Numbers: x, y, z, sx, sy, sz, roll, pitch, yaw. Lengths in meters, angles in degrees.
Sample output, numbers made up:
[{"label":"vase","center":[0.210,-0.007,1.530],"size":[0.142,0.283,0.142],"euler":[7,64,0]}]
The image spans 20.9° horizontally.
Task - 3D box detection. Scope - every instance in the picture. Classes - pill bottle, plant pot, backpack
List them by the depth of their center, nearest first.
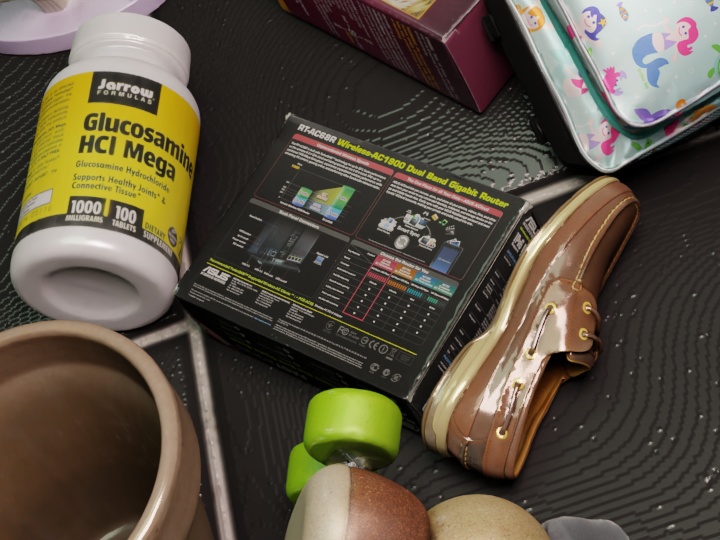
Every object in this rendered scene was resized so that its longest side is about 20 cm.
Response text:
[{"label":"plant pot","center":[-0.165,0.155,1.146],"size":[0.198,0.175,0.202],"euler":[-10,57,17]},{"label":"backpack","center":[0.190,-0.171,1.201],"size":[0.199,0.151,0.179],"euler":[-26,89,-8]},{"label":"pill bottle","center":[-0.169,-0.071,1.326],"size":[0.111,0.113,0.202],"euler":[-7,58,19]}]

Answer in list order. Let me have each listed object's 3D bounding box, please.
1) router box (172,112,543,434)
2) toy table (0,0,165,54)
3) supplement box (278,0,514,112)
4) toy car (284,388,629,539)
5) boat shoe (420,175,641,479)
[{"label":"router box","center":[0.000,0.000,1.243],"size":[0.199,0.062,0.150],"euler":[23,72,32]},{"label":"toy table","center":[-0.243,-0.248,1.465],"size":[0.198,0.117,0.185],"euler":[-17,55,11]},{"label":"supplement box","center":[0.032,-0.208,1.344],"size":[0.199,0.086,0.111],"euler":[32,75,34]},{"label":"toy car","center":[0.054,0.177,1.095],"size":[0.198,0.158,0.166],"euler":[9,64,-5]},{"label":"boat shoe","center":[0.116,0.037,1.172],"size":[0.067,0.072,0.201],"euler":[29,79,27]}]
